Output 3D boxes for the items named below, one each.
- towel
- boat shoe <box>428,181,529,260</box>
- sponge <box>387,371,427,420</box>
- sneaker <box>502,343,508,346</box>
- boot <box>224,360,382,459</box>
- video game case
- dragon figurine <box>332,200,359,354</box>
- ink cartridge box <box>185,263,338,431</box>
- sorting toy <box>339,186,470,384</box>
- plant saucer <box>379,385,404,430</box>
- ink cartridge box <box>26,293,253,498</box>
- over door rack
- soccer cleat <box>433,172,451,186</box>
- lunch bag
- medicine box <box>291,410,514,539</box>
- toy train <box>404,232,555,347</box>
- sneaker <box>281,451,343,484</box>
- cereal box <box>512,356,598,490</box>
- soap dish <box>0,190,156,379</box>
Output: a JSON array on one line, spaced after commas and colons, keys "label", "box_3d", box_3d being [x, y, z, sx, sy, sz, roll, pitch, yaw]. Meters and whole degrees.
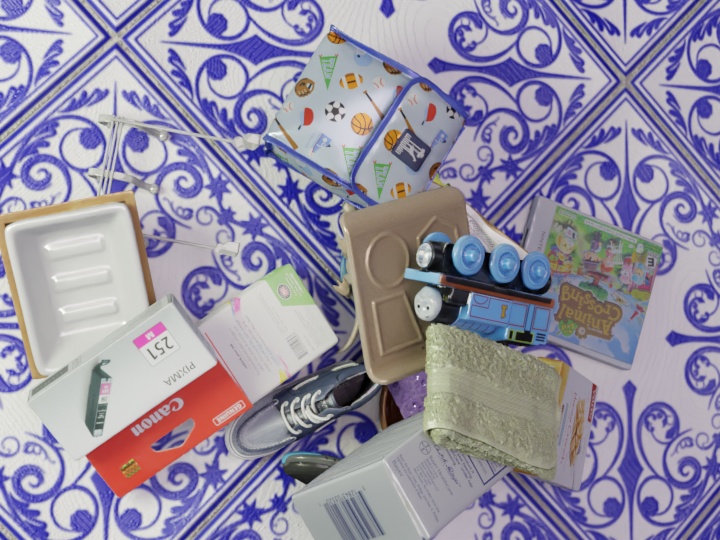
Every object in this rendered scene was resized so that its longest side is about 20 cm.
[{"label": "towel", "box_3d": [0.152, 0.146, 1.522, 0.199, 0.036, 0.149, 22, 56, -31]}, {"label": "boat shoe", "box_3d": [0.121, -0.042, 1.660, 0.200, 0.071, 0.069, 37, 84, 1]}, {"label": "sponge", "box_3d": [0.109, 0.168, 1.671, 0.111, 0.030, 0.201, -26, 95, 17]}, {"label": "sneaker", "box_3d": [0.166, 0.058, 1.700, 0.070, 0.075, 0.201, 21, 67, -36]}, {"label": "boot", "box_3d": [-0.070, 0.166, 1.641, 0.200, 0.090, 0.073, -31, 95, -18]}, {"label": "video game case", "box_3d": [0.299, 0.018, 1.813, 0.199, 0.022, 0.183, 20, 79, -16]}, {"label": "dragon figurine", "box_3d": [0.000, 0.000, 1.685, 0.059, 0.099, 0.201, -1, 95, 6]}, {"label": "ink cartridge box", "box_3d": [-0.142, 0.095, 1.635, 0.200, 0.067, 0.117, -35, 98, -19]}, {"label": "sorting toy", "box_3d": [0.062, 0.015, 1.581, 0.185, 0.036, 0.201, -17, 98, -37]}, {"label": "plant saucer", "box_3d": [0.118, 0.178, 1.734, 0.199, 0.032, 0.201, 1, 86, -18]}, {"label": "ink cartridge box", "box_3d": [-0.247, 0.152, 1.534, 0.200, 0.044, 0.174, -35, 109, 0]}, {"label": "over door rack", "box_3d": [-0.226, -0.099, 1.615, 0.199, 0.067, 0.148, 9, 82, 3]}, {"label": "soccer cleat", "box_3d": [0.032, -0.121, 1.715, 0.200, 0.065, 0.084, 36, 75, -8]}, {"label": "lunch bag", "box_3d": [0.008, -0.168, 1.613, 0.200, 0.124, 0.170, 32, 85, 2]}, {"label": "medicine box", "box_3d": [0.057, 0.237, 1.552, 0.200, 0.182, 0.103, -29, 89, -43]}, {"label": "toy train", "box_3d": [0.142, 0.023, 1.568, 0.199, 0.087, 0.115, 12, 87, -36]}, {"label": "sneaker", "box_3d": [-0.012, 0.283, 1.659, 0.199, 0.073, 0.082, 26, 77, -15]}, {"label": "cereal box", "box_3d": [0.251, 0.197, 1.705, 0.039, 0.200, 0.145, 9, 81, 26]}, {"label": "soap dish", "box_3d": [-0.318, 0.013, 1.541, 0.157, 0.081, 0.201, -12, 110, -8]}]
